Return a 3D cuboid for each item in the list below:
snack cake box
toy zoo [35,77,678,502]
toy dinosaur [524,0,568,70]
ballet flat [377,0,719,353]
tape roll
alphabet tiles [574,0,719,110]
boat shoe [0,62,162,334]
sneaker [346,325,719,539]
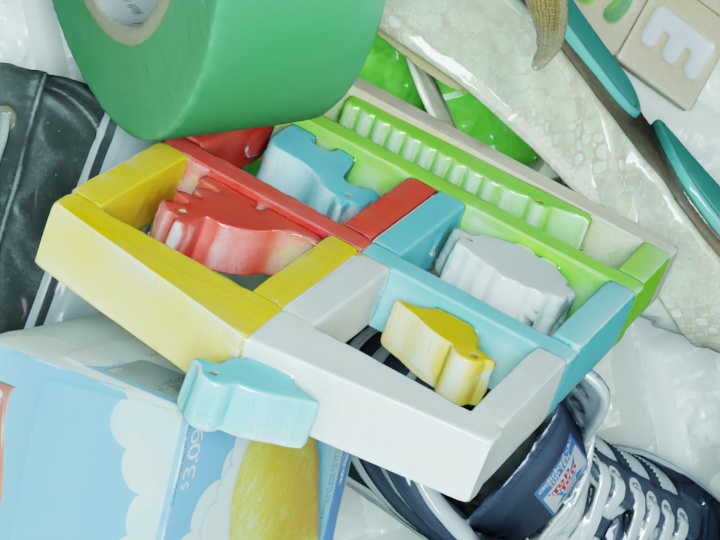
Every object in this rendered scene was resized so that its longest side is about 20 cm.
[{"bbox_3d":[-0.068,0.115,0.720,0.067,0.115,0.202,17,102,21],"label":"snack cake box"},{"bbox_3d":[0.000,0.000,0.716,0.131,0.200,0.021,29,116,14],"label":"toy zoo"},{"bbox_3d":[0.048,-0.136,0.790,0.100,0.058,0.201,-13,64,-16],"label":"toy dinosaur"},{"bbox_3d":[0.072,-0.031,0.829,0.062,0.068,0.200,-36,104,15],"label":"ballet flat"},{"bbox_3d":[-0.048,-0.137,0.698,0.048,0.200,0.202,-8,95,-20],"label":"tape roll"},{"bbox_3d":[0.075,-0.153,0.852,0.167,0.008,0.201,33,79,-20],"label":"alphabet tiles"},{"bbox_3d":[-0.117,0.036,0.756,0.070,0.072,0.201,22,79,-5],"label":"boat shoe"},{"bbox_3d":[0.067,0.073,0.802,0.199,0.108,0.070,32,81,-20],"label":"sneaker"}]
